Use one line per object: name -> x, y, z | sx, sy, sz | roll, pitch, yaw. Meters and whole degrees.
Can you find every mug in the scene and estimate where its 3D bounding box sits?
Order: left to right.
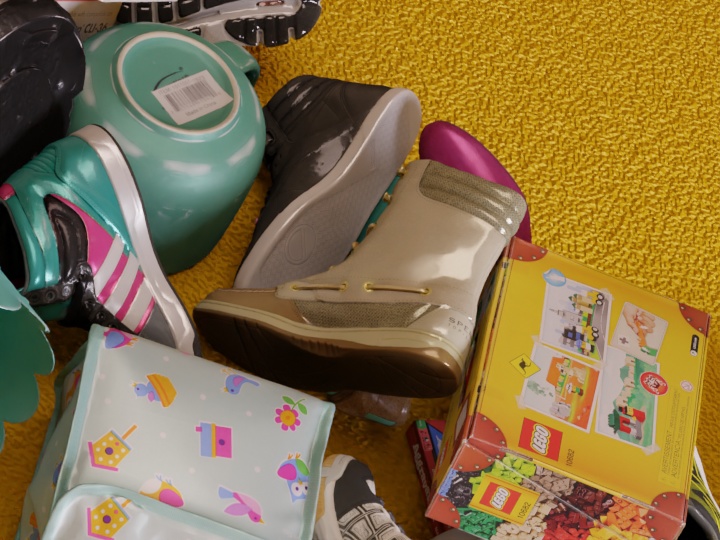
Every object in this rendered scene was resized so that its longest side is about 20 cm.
mug -> -0.139, -0.103, 1.675 | 0.151, 0.115, 0.186 | 16, 50, -16

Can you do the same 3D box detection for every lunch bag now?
lunch bag -> -0.117, 0.156, 1.481 | 0.169, 0.122, 0.201 | 20, 55, -15

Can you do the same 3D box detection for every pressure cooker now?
pressure cooker -> -0.297, -0.130, 1.563 | 0.199, 0.180, 0.176 | 32, 34, 20

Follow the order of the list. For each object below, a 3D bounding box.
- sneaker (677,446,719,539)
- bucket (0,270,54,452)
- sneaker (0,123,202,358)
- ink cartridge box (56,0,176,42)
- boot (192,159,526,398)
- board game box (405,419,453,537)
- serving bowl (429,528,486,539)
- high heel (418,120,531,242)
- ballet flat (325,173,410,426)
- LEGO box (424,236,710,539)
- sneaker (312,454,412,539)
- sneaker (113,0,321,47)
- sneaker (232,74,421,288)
sneaker -> 0.200, 0.147, 1.666 | 0.201, 0.074, 0.085 | 54, 10, 17
bucket -> -0.290, 0.041, 1.428 | 0.206, 0.208, 0.135 | -18, 59, -37
sneaker -> -0.178, 0.022, 1.555 | 0.120, 0.083, 0.201 | -25, 98, -29
ink cartridge box -> -0.235, -0.205, 1.680 | 0.199, 0.068, 0.116 | 32, 19, 19
boot -> 0.000, 0.000, 1.629 | 0.199, 0.072, 0.155 | 6, 56, 30
board game box -> 0.101, 0.188, 1.640 | 0.102, 0.019, 0.201 | 3, 54, -27
serving bowl -> 0.105, 0.236, 1.546 | 0.198, 0.066, 0.201 | 10, 51, -13
high heel -> 0.077, 0.000, 1.707 | 0.096, 0.067, 0.201 | -42, 115, -51
ballet flat -> 0.026, 0.026, 1.704 | 0.072, 0.068, 0.201 | 36, 43, -26
LEGO box -> 0.136, 0.090, 1.595 | 0.148, 0.077, 0.201 | 22, 42, -4
sneaker -> 0.011, 0.185, 1.518 | 0.087, 0.076, 0.201 | -2, 32, 1
sneaker -> -0.132, -0.189, 1.787 | 0.198, 0.079, 0.090 | -1, 15, -15
sneaker -> -0.048, -0.056, 1.729 | 0.099, 0.071, 0.201 | 19, 63, 36
